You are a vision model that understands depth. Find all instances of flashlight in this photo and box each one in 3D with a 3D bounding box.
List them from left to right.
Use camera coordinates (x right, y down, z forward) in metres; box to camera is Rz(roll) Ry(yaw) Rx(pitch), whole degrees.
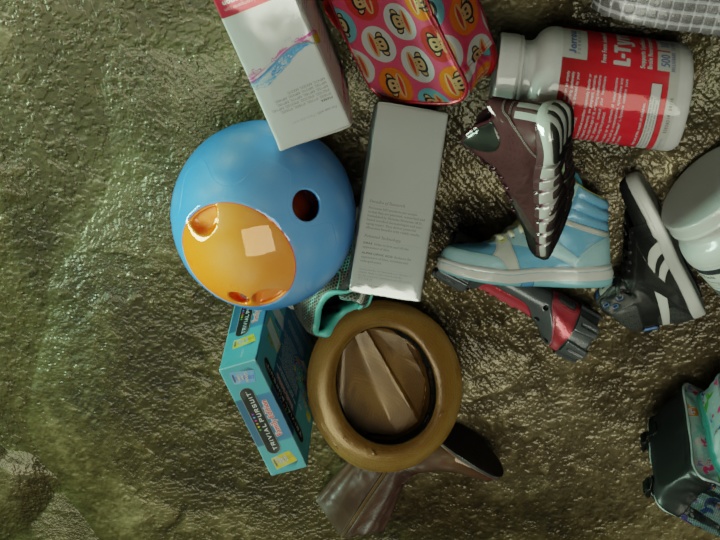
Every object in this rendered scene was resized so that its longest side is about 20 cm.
[{"bbox_3d":[0.177,0.033,1.804,0.198,0.068,0.068,27,76,-8],"label":"flashlight"}]

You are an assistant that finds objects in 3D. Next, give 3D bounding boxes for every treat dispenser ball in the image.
[{"bbox_3d":[-0.104,-0.059,1.685,0.198,0.202,0.203,2,122,3],"label":"treat dispenser ball"}]

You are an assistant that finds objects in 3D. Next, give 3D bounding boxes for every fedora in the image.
[{"bbox_3d":[0.022,0.132,1.845,0.198,0.082,0.204,-1,94,-15],"label":"fedora"}]

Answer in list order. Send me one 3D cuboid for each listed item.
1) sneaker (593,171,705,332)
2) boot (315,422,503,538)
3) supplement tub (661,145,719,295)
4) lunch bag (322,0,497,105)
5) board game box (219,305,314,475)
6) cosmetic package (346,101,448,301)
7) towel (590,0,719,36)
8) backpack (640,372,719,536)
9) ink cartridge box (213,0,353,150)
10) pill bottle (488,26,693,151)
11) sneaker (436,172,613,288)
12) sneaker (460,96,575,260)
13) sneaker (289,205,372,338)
[{"bbox_3d":[0.302,-0.007,1.760,0.111,0.073,0.201,-23,119,16],"label":"sneaker"},{"bbox_3d":[0.057,0.271,1.956,0.185,0.064,0.201,29,117,2],"label":"boot"},{"bbox_3d":[0.433,-0.027,1.698,0.140,0.141,0.200,-37,112,24],"label":"supplement tub"},{"bbox_3d":[0.035,-0.265,1.594,0.175,0.082,0.202,6,130,43],"label":"lunch bag"},{"bbox_3d":[-0.099,0.108,1.789,0.046,0.201,0.152,-16,119,14],"label":"board game box"},{"bbox_3d":[0.038,-0.074,1.672,0.080,0.113,0.203,7,92,-3],"label":"cosmetic package"},{"bbox_3d":[0.340,-0.319,1.558,0.197,0.086,0.167,9,123,-1],"label":"towel"},{"bbox_3d":[0.446,0.229,1.836,0.199,0.179,0.151,31,124,-19],"label":"backpack"},{"bbox_3d":[-0.082,-0.246,1.597,0.085,0.148,0.202,-18,118,7],"label":"ink cartridge box"},{"bbox_3d":[0.236,-0.191,1.629,0.197,0.113,0.113,7,122,-1],"label":"pill bottle"},{"bbox_3d":[0.182,-0.050,1.724,0.197,0.080,0.132,2,97,-11],"label":"sneaker"},{"bbox_3d":[0.159,-0.105,1.627,0.114,0.076,0.202,17,137,20],"label":"sneaker"},{"bbox_3d":[0.000,0.000,1.766,0.077,0.092,0.200,28,116,-40],"label":"sneaker"}]
